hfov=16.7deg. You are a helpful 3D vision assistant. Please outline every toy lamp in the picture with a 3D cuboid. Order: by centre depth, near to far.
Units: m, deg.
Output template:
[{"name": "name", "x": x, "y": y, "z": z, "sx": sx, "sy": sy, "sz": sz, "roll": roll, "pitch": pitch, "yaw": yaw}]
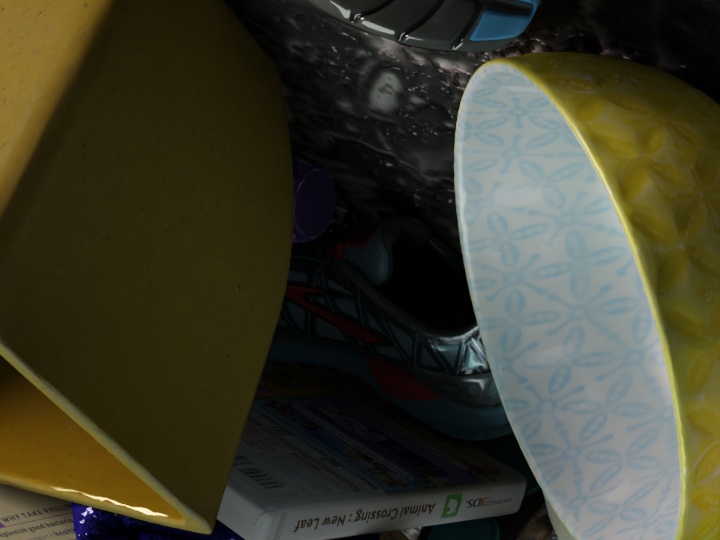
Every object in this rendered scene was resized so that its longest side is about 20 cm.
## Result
[{"name": "toy lamp", "x": -0.099, "y": -0.047, "z": 1.151, "sx": 0.199, "sy": 0.058, "sz": 0.058, "roll": 13, "pitch": 156, "yaw": 34}]

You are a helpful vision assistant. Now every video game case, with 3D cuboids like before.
[{"name": "video game case", "x": -0.050, "y": 0.067, "z": 1.132, "sx": 0.200, "sy": 0.022, "sz": 0.182, "roll": 30, "pitch": -161, "yaw": 37}]

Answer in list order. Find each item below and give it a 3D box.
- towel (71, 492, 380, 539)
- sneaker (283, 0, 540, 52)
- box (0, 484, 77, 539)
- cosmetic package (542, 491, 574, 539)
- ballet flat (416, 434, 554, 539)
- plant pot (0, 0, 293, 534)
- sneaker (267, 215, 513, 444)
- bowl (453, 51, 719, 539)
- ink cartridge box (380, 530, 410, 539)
[{"name": "towel", "x": -0.067, "y": 0.099, "z": 1.137, "sx": 0.147, "sy": 0.050, "sz": 0.200, "roll": 15, "pitch": -164, "yaw": -11}, {"name": "sneaker", "x": -0.024, "y": -0.132, "z": 0.860, "sx": 0.199, "sy": 0.074, "sz": 0.082, "roll": 27, "pitch": 177, "yaw": 12}, {"name": "box", "x": -0.127, "y": 0.164, "z": 1.107, "sx": 0.200, "sy": 0.097, "sz": 0.176, "roll": 32, "pitch": -159, "yaw": 28}, {"name": "cosmetic package", "x": 0.194, "y": 0.106, "z": 1.137, "sx": 0.199, "sy": 0.088, "sz": 0.103, "roll": 17, "pitch": 159, "yaw": 19}, {"name": "ballet flat", "x": 0.060, "y": 0.129, "z": 1.181, "sx": 0.068, "sy": 0.200, "sz": 0.068, "roll": 11, "pitch": 134, "yaw": 23}, {"name": "plant pot", "x": -0.139, "y": -0.038, "z": 1.008, "sx": 0.195, "sy": 0.201, "sz": 0.194, "roll": 9, "pitch": 154, "yaw": 35}, {"name": "sneaker", "x": 0.000, "y": 0.000, "z": 1.154, "sx": 0.199, "sy": 0.079, "sz": 0.096, "roll": 21, "pitch": 138, "yaw": 11}, {"name": "bowl", "x": 0.121, "y": 0.006, "z": 0.916, "sx": 0.107, "sy": 0.201, "sz": 0.200, "roll": -15, "pitch": 166, "yaw": -15}, {"name": "ink cartridge box", "x": -0.083, "y": 0.121, "z": 1.283, "sx": 0.200, "sy": 0.075, "sz": 0.164, "roll": 42, "pitch": -163, "yaw": 26}]
